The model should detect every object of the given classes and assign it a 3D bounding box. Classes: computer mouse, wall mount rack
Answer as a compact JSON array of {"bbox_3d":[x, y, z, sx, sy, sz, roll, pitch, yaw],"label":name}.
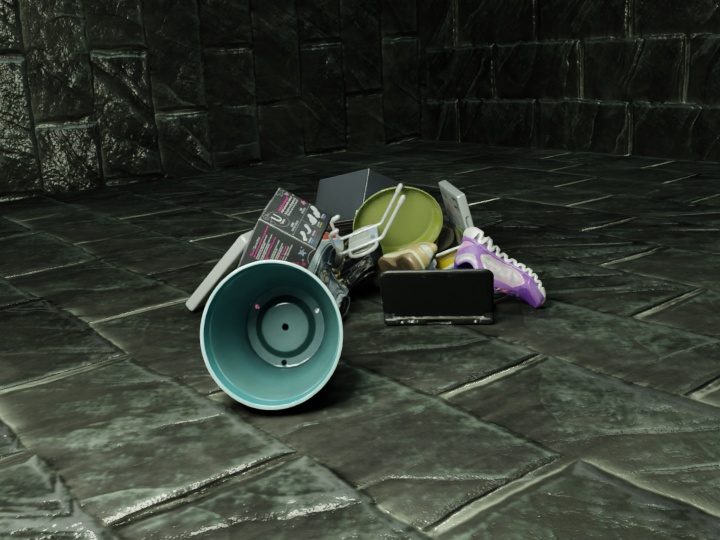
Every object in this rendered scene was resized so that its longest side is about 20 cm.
[{"bbox_3d":[0.000,0.000,1.720,0.138,0.053,0.201,-35,13,24],"label":"computer mouse"},{"bbox_3d":[0.021,-0.098,1.727,0.171,0.076,0.200,-23,16,7],"label":"wall mount rack"}]

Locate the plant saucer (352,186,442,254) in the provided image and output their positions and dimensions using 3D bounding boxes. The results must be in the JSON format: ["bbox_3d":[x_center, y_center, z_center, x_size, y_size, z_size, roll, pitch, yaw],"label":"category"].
[{"bbox_3d":[0.079,-0.107,1.851,0.195,0.203,0.031,-4,43,-5],"label":"plant saucer"}]

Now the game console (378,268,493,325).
[{"bbox_3d":[0.139,0.033,1.532,0.195,0.119,0.176,0,15,8],"label":"game console"}]

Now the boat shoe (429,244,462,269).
[{"bbox_3d":[0.136,-0.008,1.666,0.198,0.087,0.075,-16,43,3],"label":"boat shoe"}]

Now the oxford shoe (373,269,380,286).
[{"bbox_3d":[0.098,-0.013,1.837,0.074,0.059,0.198,7,16,39],"label":"oxford shoe"}]

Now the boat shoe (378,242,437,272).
[{"bbox_3d":[0.094,-0.015,1.585,0.076,0.072,0.200,-37,8,-16],"label":"boat shoe"}]

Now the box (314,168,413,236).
[{"bbox_3d":[0.024,-0.142,2.005,0.196,0.126,0.198,17,-13,-37],"label":"box"}]

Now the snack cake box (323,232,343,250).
[{"bbox_3d":[-0.148,-0.039,1.966,0.197,0.069,0.114,-11,15,-30],"label":"snack cake box"}]

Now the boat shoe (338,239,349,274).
[{"bbox_3d":[-0.013,-0.030,1.914,0.070,0.062,0.201,-2,15,2],"label":"boat shoe"}]

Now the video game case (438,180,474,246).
[{"bbox_3d":[0.224,-0.095,1.877,0.022,0.186,0.200,-19,15,-2],"label":"video game case"}]

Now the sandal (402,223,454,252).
[{"bbox_3d":[0.121,-0.048,1.939,0.196,0.083,0.055,-13,45,-2],"label":"sandal"}]

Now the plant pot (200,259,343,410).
[{"bbox_3d":[-0.120,0.089,1.257,0.195,0.205,0.188,-3,-1,1],"label":"plant pot"}]

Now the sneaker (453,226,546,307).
[{"bbox_3d":[0.253,0.012,1.597,0.199,0.081,0.089,38,72,12],"label":"sneaker"}]

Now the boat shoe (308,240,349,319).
[{"bbox_3d":[-0.056,0.028,1.601,0.089,0.072,0.202,7,47,12],"label":"boat shoe"}]

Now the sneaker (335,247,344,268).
[{"bbox_3d":[-0.097,0.024,1.699,0.199,0.077,0.091,-34,45,-29],"label":"sneaker"}]

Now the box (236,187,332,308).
[{"bbox_3d":[-0.149,-0.019,1.517,0.113,0.202,0.133,27,32,-4],"label":"box"}]

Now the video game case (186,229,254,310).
[{"bbox_3d":[-0.240,-0.015,1.693,0.022,0.200,0.182,46,27,5],"label":"video game case"}]
